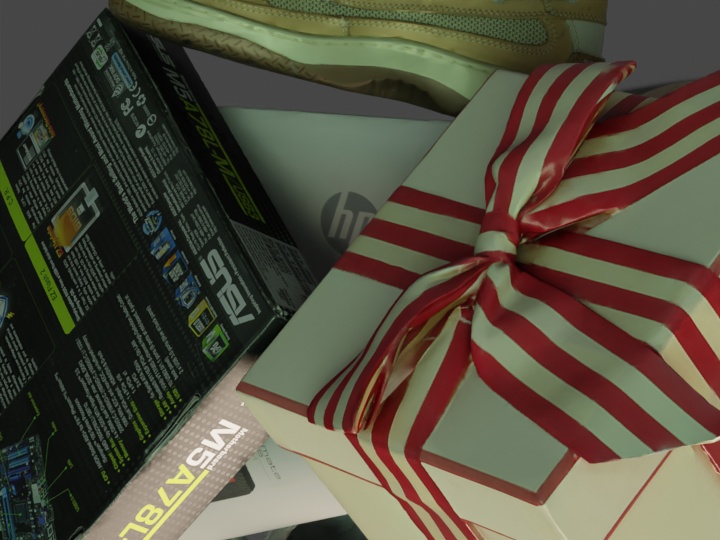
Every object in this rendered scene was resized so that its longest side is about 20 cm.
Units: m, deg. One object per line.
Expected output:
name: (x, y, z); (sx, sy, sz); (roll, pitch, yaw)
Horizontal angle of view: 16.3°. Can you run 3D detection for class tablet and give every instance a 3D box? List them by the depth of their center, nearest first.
tablet: (0.000, 0.000, 1.023); (0.199, 0.014, 0.131); (6, 110, 25)

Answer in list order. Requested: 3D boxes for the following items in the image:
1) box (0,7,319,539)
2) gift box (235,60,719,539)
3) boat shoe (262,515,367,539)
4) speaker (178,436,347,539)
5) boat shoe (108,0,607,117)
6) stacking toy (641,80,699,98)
box: (-0.112, 0.027, 0.988); (0.047, 0.200, 0.193); (23, 115, -41)
gift box: (0.097, 0.039, 0.868); (0.185, 0.199, 0.187); (-54, 127, -23)
boat shoe: (-0.021, 0.146, 1.089); (0.070, 0.069, 0.201); (13, 110, -1)
speaker: (-0.067, 0.071, 1.015); (0.199, 0.081, 0.082); (-15, 112, 39)
boat shoe: (0.002, -0.110, 1.002); (0.199, 0.072, 0.077); (12, 97, -9)
stacking toy: (0.159, 0.025, 1.033); (0.085, 0.085, 0.201); (-28, 111, 13)
